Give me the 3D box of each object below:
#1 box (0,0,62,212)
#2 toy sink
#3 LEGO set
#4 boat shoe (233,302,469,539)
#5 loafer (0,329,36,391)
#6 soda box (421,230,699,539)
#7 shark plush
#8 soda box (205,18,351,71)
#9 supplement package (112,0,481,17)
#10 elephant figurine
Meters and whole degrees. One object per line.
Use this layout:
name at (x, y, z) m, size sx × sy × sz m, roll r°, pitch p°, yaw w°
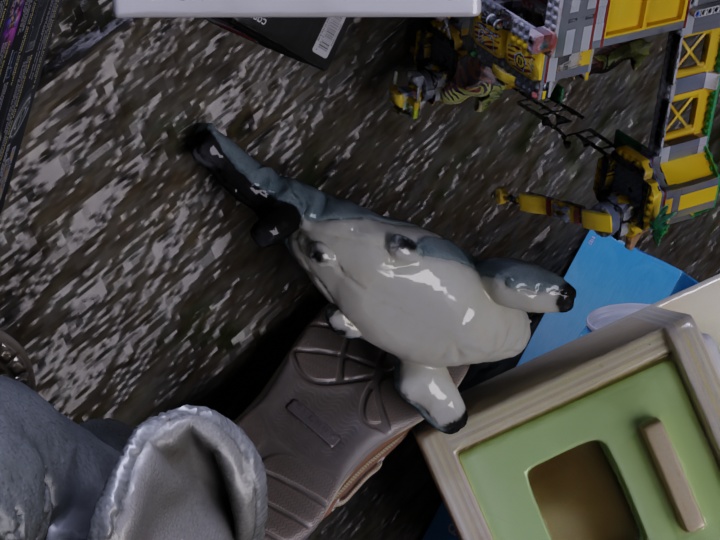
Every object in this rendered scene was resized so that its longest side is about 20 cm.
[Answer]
box at (-0.132, -0.099, 0.638) m, size 0.160 × 0.043 × 0.201 m, roll -73°, pitch -179°, yaw -77°
toy sink at (0.140, 0.096, 0.962) m, size 0.199 × 0.112 × 0.131 m, roll -23°, pitch 92°, yaw -1°
LEGO set at (0.060, -0.097, 0.809) m, size 0.115 × 0.200 × 0.154 m, roll -15°, pitch 136°, yaw -32°
boat shoe at (-0.019, 0.073, 0.919) m, size 0.200 × 0.076 × 0.072 m, roll -39°, pitch 170°, yaw -37°
loafer at (-0.164, 0.106, 0.769) m, size 0.075 × 0.068 × 0.201 m, roll -4°, pitch 113°, yaw -31°
soda box at (0.118, 0.084, 1.062) m, size 0.064 × 0.068 × 0.201 m, roll 27°, pitch 91°, yaw -51°
shark plush at (0.000, 0.000, 0.877) m, size 0.199 × 0.083 × 0.091 m, roll 19°, pitch 115°, yaw -24°
soda box at (-0.011, -0.187, 0.766) m, size 0.063 × 0.071 × 0.201 m, roll 24°, pitch 93°, yaw -51°
supplement package at (-0.020, -0.191, 0.628) m, size 0.120 × 0.120 × 0.201 m, roll 0°, pitch 107°, yaw 1°
elephant figurine at (-0.089, 0.106, 0.697) m, size 0.199 × 0.142 × 0.156 m, roll 4°, pitch 121°, yaw -30°
